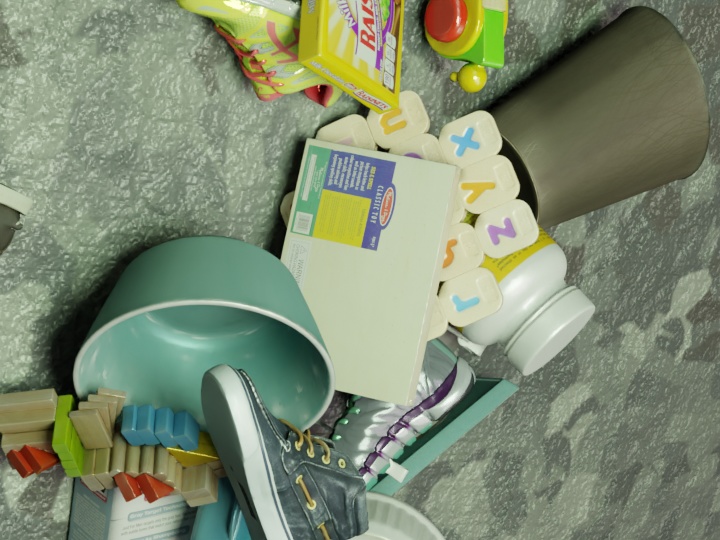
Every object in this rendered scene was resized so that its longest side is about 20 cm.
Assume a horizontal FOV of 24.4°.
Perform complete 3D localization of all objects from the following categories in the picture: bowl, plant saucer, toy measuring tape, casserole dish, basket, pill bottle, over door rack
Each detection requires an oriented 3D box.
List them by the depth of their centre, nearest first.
[{"bbox_3d":[-0.120,0.048,1.301,0.200,0.105,0.201,-2,140,-1],"label":"bowl"},{"bbox_3d":[-0.109,0.210,1.412,0.200,0.039,0.121,79,24,-73],"label":"casserole dish"},{"bbox_3d":[0.089,-0.251,1.421,0.073,0.074,0.200,2,87,-43],"label":"toy measuring tape"},{"bbox_3d":[0.102,-0.010,1.425,0.112,0.200,0.112,-39,164,-14],"label":"pill bottle"},{"bbox_3d":[0.001,0.077,1.439,0.200,0.067,0.148,33,88,-17],"label":"over door rack"},{"bbox_3d":[0.201,-0.122,1.529,0.200,0.136,0.181,-29,126,-24],"label":"basket"},{"bbox_3d":[0.062,0.162,1.593,0.200,0.070,0.019,-36,105,-23],"label":"plant saucer"}]

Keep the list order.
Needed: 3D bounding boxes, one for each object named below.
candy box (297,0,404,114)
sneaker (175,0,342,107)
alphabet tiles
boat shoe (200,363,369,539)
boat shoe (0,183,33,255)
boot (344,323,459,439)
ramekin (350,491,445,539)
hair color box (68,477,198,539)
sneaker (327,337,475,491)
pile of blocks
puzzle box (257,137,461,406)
[{"bbox_3d":[-0.003,-0.231,1.284,0.102,0.026,0.200,25,60,-45],"label":"candy box"},{"bbox_3d":[-0.069,-0.175,1.290,0.200,0.078,0.090,15,107,-44],"label":"sneaker"},{"bbox_3d":[0.039,-0.042,1.376,0.195,0.200,0.015,-24,172,12],"label":"alphabet tiles"},{"bbox_3d":[-0.056,0.142,1.288,0.091,0.071,0.201,-27,123,-19],"label":"boat shoe"},{"bbox_3d":[-0.310,-0.056,1.130,0.201,0.072,0.061,27,88,-49],"label":"boat shoe"},{"bbox_3d":[0.065,0.083,1.559,0.200,0.068,0.131,-31,132,-16],"label":"boot"},{"bbox_3d":[-0.006,0.301,1.480,0.203,0.202,0.094,-61,179,0],"label":"ramekin"},{"bbox_3d":[-0.190,0.239,1.400,0.099,0.061,0.200,-8,116,-41],"label":"hair color box"},{"bbox_3d":[-0.001,0.125,1.395,0.200,0.074,0.088,-42,95,-11],"label":"sneaker"},{"bbox_3d":[-0.184,0.141,1.282,0.200,0.062,0.082,9,140,-13],"label":"pile of blocks"},{"bbox_3d":[0.000,0.000,1.361,0.025,0.133,0.200,12,91,-72],"label":"puzzle box"}]
